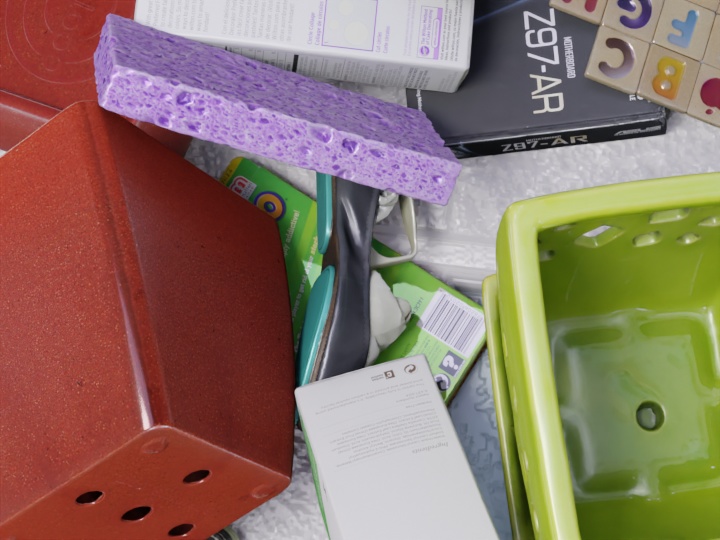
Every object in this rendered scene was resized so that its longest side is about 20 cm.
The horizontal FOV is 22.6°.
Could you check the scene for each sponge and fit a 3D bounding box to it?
[{"bbox_3d":[-0.049,-0.089,1.000,0.198,0.112,0.030,16,107,-14],"label":"sponge"}]

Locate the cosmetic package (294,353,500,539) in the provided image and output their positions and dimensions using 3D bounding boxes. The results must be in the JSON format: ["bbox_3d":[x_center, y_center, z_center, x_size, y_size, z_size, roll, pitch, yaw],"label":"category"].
[{"bbox_3d":[0.031,0.156,0.980,0.084,0.108,0.201,-14,41,-5],"label":"cosmetic package"}]

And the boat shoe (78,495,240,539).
[{"bbox_3d":[-0.173,0.174,1.101,0.198,0.066,0.073,5,82,10],"label":"boat shoe"}]

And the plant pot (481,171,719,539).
[{"bbox_3d":[0.170,0.067,0.992,0.196,0.182,0.203,-6,79,-8],"label":"plant pot"}]

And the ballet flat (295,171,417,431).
[{"bbox_3d":[0.000,0.000,1.077,0.072,0.073,0.202,3,73,9],"label":"ballet flat"}]

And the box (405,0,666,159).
[{"bbox_3d":[0.102,-0.176,1.125,0.158,0.044,0.203,-5,80,9],"label":"box"}]

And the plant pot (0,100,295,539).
[{"bbox_3d":[-0.146,0.061,1.006,0.199,0.199,0.177,-33,58,17],"label":"plant pot"}]

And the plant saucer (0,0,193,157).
[{"bbox_3d":[-0.172,-0.164,1.139,0.198,0.037,0.201,19,80,26],"label":"plant saucer"}]

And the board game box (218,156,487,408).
[{"bbox_3d":[-0.021,0.018,1.122,0.199,0.030,0.096,33,86,10],"label":"board game box"}]

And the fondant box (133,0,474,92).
[{"bbox_3d":[-0.029,-0.193,1.076,0.197,0.058,0.146,6,81,-5],"label":"fondant box"}]

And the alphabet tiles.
[{"bbox_3d":[0.209,-0.192,1.095,0.165,0.006,0.202,20,77,-6],"label":"alphabet tiles"}]
